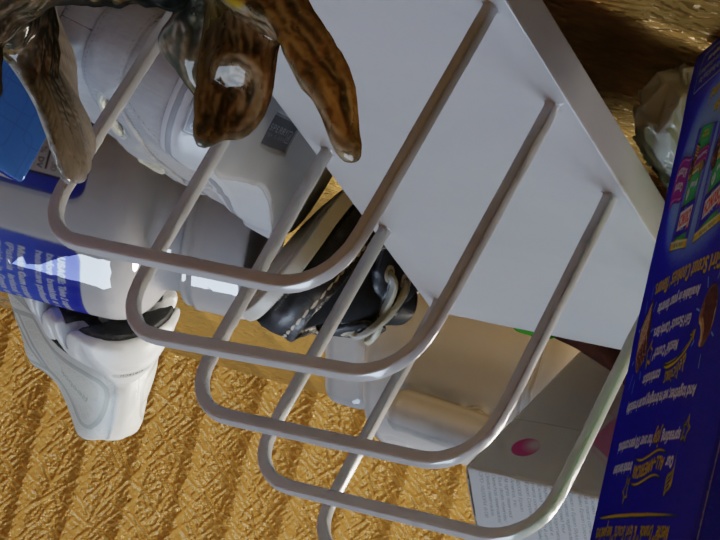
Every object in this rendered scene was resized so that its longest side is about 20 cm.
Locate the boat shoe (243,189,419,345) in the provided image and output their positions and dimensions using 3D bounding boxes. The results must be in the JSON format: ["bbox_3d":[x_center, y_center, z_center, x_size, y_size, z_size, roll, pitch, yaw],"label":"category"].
[{"bbox_3d":[0.000,0.000,1.099,0.060,0.074,0.200,46,-168,0],"label":"boat shoe"}]

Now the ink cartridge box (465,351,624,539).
[{"bbox_3d":[0.179,0.064,1.091,0.199,0.044,0.196,9,-146,35],"label":"ink cartridge box"}]

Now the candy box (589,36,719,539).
[{"bbox_3d":[0.122,0.028,0.711,0.076,0.202,0.169,15,174,-2],"label":"candy box"}]

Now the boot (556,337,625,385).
[{"bbox_3d":[0.108,0.054,1.009,0.187,0.201,0.069,16,130,-9],"label":"boot"}]

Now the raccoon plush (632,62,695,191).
[{"bbox_3d":[0.150,-0.022,0.912,0.200,0.097,0.134,52,170,-26],"label":"raccoon plush"}]

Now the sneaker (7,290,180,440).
[{"bbox_3d":[-0.145,0.002,1.211,0.075,0.082,0.200,-9,-141,-19],"label":"sneaker"}]

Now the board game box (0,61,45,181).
[{"bbox_3d":[-0.216,-0.105,0.868,0.200,0.045,0.152,33,171,-38],"label":"board game box"}]

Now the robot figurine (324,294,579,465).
[{"bbox_3d":[0.079,0.056,1.439,0.199,0.114,0.170,13,-148,23],"label":"robot figurine"}]

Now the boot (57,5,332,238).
[{"bbox_3d":[-0.064,-0.071,0.970,0.095,0.074,0.200,30,177,13],"label":"boot"}]

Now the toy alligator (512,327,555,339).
[{"bbox_3d":[0.045,-0.047,0.926,0.059,0.055,0.200,11,151,32],"label":"toy alligator"}]

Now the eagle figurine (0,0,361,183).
[{"bbox_3d":[-0.107,-0.097,0.570,0.198,0.152,0.152,6,-172,-23],"label":"eagle figurine"}]

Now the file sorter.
[{"bbox_3d":[0.012,0.005,0.834,0.138,0.125,0.200,10,150,40],"label":"file sorter"}]

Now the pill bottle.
[{"bbox_3d":[-0.133,-0.042,1.109,0.198,0.113,0.112,15,173,8],"label":"pill bottle"}]
